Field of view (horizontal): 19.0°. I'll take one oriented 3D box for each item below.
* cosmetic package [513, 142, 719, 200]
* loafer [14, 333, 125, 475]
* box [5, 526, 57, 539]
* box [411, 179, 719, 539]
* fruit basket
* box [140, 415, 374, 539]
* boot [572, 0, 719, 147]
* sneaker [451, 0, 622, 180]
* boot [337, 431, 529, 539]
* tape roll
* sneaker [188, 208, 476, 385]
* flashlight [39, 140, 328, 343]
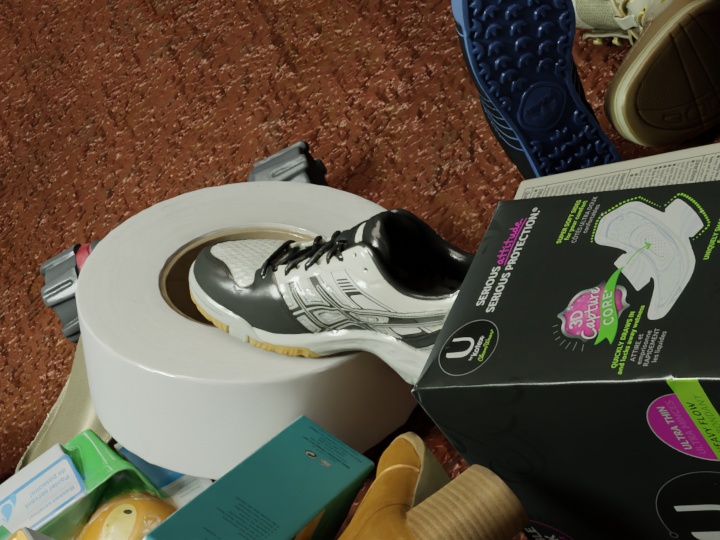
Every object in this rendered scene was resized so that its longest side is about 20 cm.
[{"bbox_3d":[0.170,-0.006,1.135,0.199,0.073,0.104,-8,42,35],"label":"cosmetic package"},{"bbox_3d":[-0.153,0.067,1.338,0.076,0.068,0.200,8,53,47],"label":"loafer"},{"bbox_3d":[-0.189,0.244,1.065,0.200,0.097,0.124,-42,65,2],"label":"box"},{"bbox_3d":[0.156,0.052,1.006,0.199,0.149,0.125,-3,47,39],"label":"box"},{"bbox_3d":[-0.148,0.184,1.171,0.185,0.094,0.200,-36,36,1],"label":"fruit basket"},{"bbox_3d":[-0.061,0.141,1.053,0.082,0.049,0.200,-62,-11,21],"label":"box"},{"bbox_3d":[0.174,-0.151,1.313,0.154,0.072,0.200,9,49,47],"label":"boot"},{"bbox_3d":[0.089,-0.118,1.229,0.070,0.200,0.078,-30,38,-7],"label":"sneaker"},{"bbox_3d":[-0.006,0.148,1.042,0.144,0.071,0.201,-36,4,-12],"label":"boot"},{"bbox_3d":[-0.059,0.030,1.227,0.202,0.071,0.203,-2,34,1],"label":"tape roll"},{"bbox_3d":[0.000,0.000,1.128,0.199,0.088,0.076,12,39,22],"label":"sneaker"},{"bbox_3d":[-0.112,-0.020,1.412,0.200,0.068,0.068,-29,37,13],"label":"flashlight"}]
